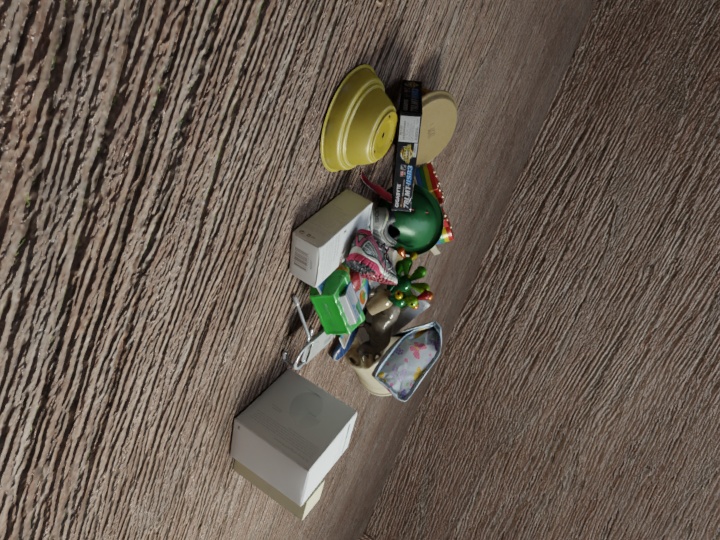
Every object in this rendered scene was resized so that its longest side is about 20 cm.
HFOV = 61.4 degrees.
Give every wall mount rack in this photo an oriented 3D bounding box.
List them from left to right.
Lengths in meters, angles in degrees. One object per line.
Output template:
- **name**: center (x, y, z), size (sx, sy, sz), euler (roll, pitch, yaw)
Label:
- **wall mount rack**: center (-0.105, 0.117, 1.325), size (0.199, 0.073, 0.177), euler (-39, 153, -52)

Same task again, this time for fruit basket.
- **fruit basket**: center (-0.028, 0.032, 1.304), size (0.201, 0.091, 0.189), euler (-55, 134, -44)

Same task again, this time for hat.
- **hat**: center (0.078, -0.109, 1.365), size (0.169, 0.197, 0.176), euler (-63, 168, 21)

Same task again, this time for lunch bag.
- **lunch bag**: center (0.122, 0.213, 1.516), size (0.201, 0.127, 0.170), euler (-49, 175, -7)

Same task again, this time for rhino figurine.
- **rhino figurine**: center (0.038, 0.147, 1.494), size (0.060, 0.086, 0.205), euler (-37, 148, -65)

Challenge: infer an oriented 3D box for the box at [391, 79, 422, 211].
- **box**: center (0.093, -0.258, 1.239), size (0.202, 0.048, 0.203), euler (-83, 179, -55)

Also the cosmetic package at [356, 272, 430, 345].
- **cosmetic package**: center (0.070, 0.103, 1.582), size (0.199, 0.109, 0.084), euler (-40, 149, 12)

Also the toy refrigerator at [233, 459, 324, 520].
- **toy refrigerator**: center (-0.182, 0.451, 1.346), size (0.076, 0.197, 0.072), euler (-34, 146, -52)

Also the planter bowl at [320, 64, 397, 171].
- **planter bowl**: center (0.013, -0.263, 1.116), size (0.202, 0.082, 0.203), euler (-53, 159, -31)

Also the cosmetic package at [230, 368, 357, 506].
- **cosmetic package**: center (-0.145, 0.357, 1.321), size (0.199, 0.196, 0.126), euler (-37, 149, -51)

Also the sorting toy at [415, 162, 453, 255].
- **sorting toy**: center (0.184, -0.164, 1.555), size (0.199, 0.068, 0.206), euler (33, 43, -72)

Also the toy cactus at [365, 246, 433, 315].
- **toy cactus**: center (0.080, 0.040, 1.393), size (0.163, 0.202, 0.102), euler (-36, 125, 11)

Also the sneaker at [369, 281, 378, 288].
- **sneaker**: center (0.000, 0.000, 1.451), size (0.199, 0.074, 0.094), euler (-39, 146, -54)

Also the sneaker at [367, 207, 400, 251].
- **sneaker**: center (0.047, -0.061, 1.348), size (0.075, 0.085, 0.204), euler (-94, 179, -48)

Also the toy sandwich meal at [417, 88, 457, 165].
- **toy sandwich meal**: center (0.146, -0.335, 1.404), size (0.202, 0.070, 0.208), euler (-28, 142, -23)

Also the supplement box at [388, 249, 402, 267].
- **supplement box**: center (0.086, -0.065, 1.591), size (0.127, 0.072, 0.203), euler (-52, 158, -32)

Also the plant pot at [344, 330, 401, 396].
- **plant pot**: center (0.041, 0.236, 1.730), size (0.204, 0.197, 0.184), euler (-59, 149, -9)

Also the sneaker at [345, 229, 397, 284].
- **sneaker**: center (0.035, -0.021, 1.268), size (0.200, 0.078, 0.077), euler (41, 62, -66)

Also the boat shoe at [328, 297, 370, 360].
- **boat shoe**: center (-0.038, 0.129, 1.509), size (0.202, 0.071, 0.073), euler (-60, 165, -30)

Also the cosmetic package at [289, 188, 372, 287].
- **cosmetic package**: center (-0.057, -0.068, 1.202), size (0.200, 0.073, 0.104), euler (-44, 154, -43)
